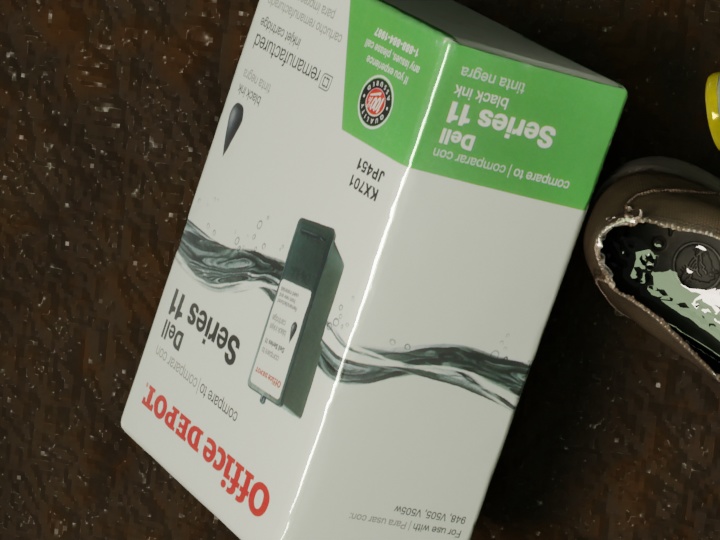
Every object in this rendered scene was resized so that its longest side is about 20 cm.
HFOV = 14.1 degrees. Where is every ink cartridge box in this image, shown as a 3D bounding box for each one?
[{"bbox_3d":[0.000,0.000,1.070,0.147,0.083,0.200,33,108,57],"label":"ink cartridge box"}]

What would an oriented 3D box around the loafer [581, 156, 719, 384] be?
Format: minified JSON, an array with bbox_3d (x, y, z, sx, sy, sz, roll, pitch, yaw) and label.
[{"bbox_3d":[0.159,0.031,1.005,0.200,0.071,0.073,27,110,13],"label":"loafer"}]

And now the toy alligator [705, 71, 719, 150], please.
[{"bbox_3d":[0.170,-0.017,1.059,0.059,0.054,0.200,-10,98,22],"label":"toy alligator"}]
